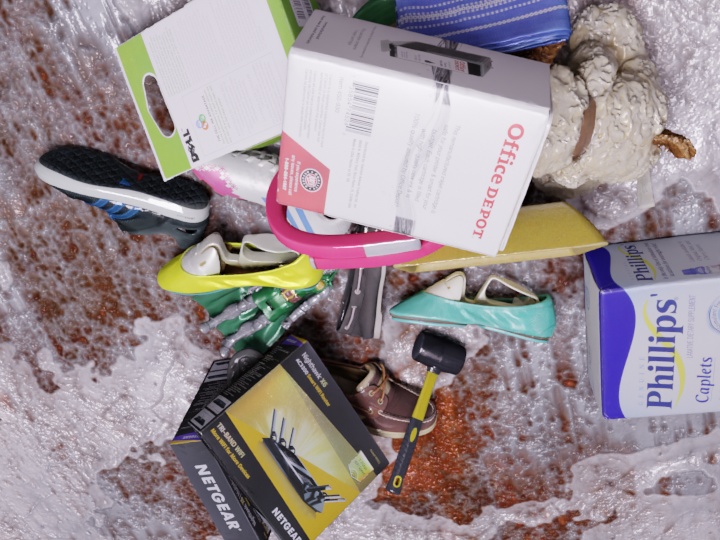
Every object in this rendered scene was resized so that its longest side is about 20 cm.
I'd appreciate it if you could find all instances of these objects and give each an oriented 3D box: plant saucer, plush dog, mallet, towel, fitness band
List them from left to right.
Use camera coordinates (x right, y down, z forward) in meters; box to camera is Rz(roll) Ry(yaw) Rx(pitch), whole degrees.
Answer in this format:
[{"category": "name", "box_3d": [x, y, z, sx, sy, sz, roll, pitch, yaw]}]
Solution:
[{"category": "fitness band", "box_3d": [0.007, -0.070, 0.689, 0.198, 0.144, 0.038, -4, 143, 9]}, {"category": "mallet", "box_3d": [0.064, 0.173, 0.878, 0.066, 0.041, 0.201, 29, 79, -7]}, {"category": "towel", "box_3d": [0.093, -0.271, 0.608, 0.144, 0.024, 0.202, -10, 75, 12]}, {"category": "plant saucer", "box_3d": [0.139, -0.033, 0.745, 0.198, 0.200, 0.049, -6, 88, 9]}, {"category": "plush dog", "box_3d": [0.193, -0.135, 0.655, 0.170, 0.161, 0.201, -3, 124, -17]}]

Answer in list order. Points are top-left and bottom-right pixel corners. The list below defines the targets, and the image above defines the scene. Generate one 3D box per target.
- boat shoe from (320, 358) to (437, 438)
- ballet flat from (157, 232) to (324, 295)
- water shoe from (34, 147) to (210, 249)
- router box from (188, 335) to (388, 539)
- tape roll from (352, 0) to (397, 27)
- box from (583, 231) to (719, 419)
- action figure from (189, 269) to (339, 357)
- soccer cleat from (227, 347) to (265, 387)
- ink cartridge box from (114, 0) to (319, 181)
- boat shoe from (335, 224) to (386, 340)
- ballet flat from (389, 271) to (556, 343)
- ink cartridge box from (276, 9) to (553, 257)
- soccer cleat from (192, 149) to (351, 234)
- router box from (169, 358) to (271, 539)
[{"category": "boat shoe", "box_3d": [0.008, 0.156, 0.913, 0.199, 0.072, 0.072, 18, 133, 2]}, {"category": "ballet flat", "box_3d": [-0.140, -0.013, 0.805, 0.198, 0.067, 0.067, 0, 140, 7]}, {"category": "water shoe", "box_3d": [-0.274, -0.076, 0.809, 0.199, 0.072, 0.079, 17, 126, -4]}, {"category": "router box", "box_3d": [-0.079, 0.204, 0.834, 0.157, 0.052, 0.201, -40, 111, -22]}, {"category": "tape roll", "box_3d": [0.066, -0.186, 0.722, 0.199, 0.048, 0.202, 3, 121, 4]}, {"category": "box", "box_3d": [0.364, 0.064, 0.806, 0.198, 0.105, 0.185, -7, 119, 10]}, {"category": "action figure", "box_3d": [-0.104, 0.034, 0.869, 0.199, 0.055, 0.118, -33, 110, 18]}, {"category": "soccer cleat", "box_3d": [-0.121, 0.172, 0.926, 0.068, 0.073, 0.201, -23, 121, 0]}, {"category": "ink cartridge box", "box_3d": [-0.128, -0.192, 0.702, 0.199, 0.076, 0.149, -16, 99, 29]}, {"category": "boat shoe", "box_3d": [0.000, 0.000, 0.828, 0.057, 0.067, 0.201, 1, 124, -2]}, {"category": "ballet flat", "box_3d": [0.136, 0.037, 0.847, 0.198, 0.067, 0.071, 8, 97, 1]}, {"category": "ink cartridge box", "box_3d": [0.040, -0.111, 0.584, 0.199, 0.083, 0.147, 14, 133, 2]}, {"category": "soccer cleat", "box_3d": [-0.090, -0.102, 0.772, 0.199, 0.070, 0.086, 30, 136, -21]}, {"category": "router box", "box_3d": [-0.161, 0.242, 0.932, 0.052, 0.158, 0.201, -10, 118, 16]}]
